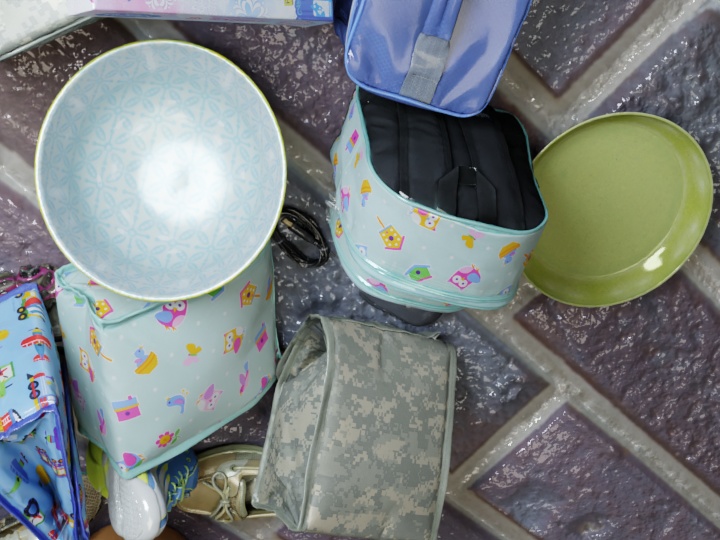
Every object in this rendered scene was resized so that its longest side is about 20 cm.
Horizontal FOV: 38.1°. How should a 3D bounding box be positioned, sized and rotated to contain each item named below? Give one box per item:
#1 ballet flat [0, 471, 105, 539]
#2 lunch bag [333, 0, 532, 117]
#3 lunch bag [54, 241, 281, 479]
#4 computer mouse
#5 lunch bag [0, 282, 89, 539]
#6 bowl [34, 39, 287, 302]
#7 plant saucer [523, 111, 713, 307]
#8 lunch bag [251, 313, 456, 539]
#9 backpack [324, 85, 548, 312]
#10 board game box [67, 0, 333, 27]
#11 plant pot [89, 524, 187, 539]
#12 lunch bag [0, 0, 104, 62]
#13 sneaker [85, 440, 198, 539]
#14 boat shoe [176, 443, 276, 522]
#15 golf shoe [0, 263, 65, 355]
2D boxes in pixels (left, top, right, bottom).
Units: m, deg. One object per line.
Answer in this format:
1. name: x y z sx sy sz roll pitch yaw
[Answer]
1. ballet flat: -0.347 0.280 1.066 0.198 0.076 0.068 -26 119 7
2. lunch bag: 0.065 -0.230 0.804 0.134 0.133 0.202 12 118 -14
3. lunch bag: -0.160 0.059 0.940 0.198 0.121 0.173 -24 127 -34
4. computer mouse: 0.000 0.000 0.982 0.198 0.034 0.059 26 114 -20
5. lunch bag: -0.282 0.142 0.896 0.093 0.151 0.202 -18 135 -9
6. bowl: -0.157 -0.078 0.858 0.196 0.108 0.204 0 92 -4
7. plant saucer: 0.232 -0.059 0.983 0.196 0.031 0.203 -4 120 -6
8. lunch bag: 0.001 0.146 1.000 0.162 0.117 0.204 14 87 -31
9. backpack: 0.060 -0.053 0.864 0.173 0.201 0.155 14 117 -16
10. board game box: -0.108 -0.274 0.713 0.197 0.041 0.204 -9 101 -39
11. plant pot: -0.238 0.360 1.090 0.196 0.141 0.203 -3 121 -6
12. lunch bag: -0.253 -0.251 0.749 0.197 0.140 0.170 -21 110 6
13. sneaker: -0.191 0.194 0.985 0.103 0.199 0.077 1 102 -27
14. boat shoe: -0.101 0.227 1.078 0.197 0.063 0.074 0 119 -8
15. golf shoe: -0.356 0.059 0.941 0.196 0.073 0.093 -8 122 -4
